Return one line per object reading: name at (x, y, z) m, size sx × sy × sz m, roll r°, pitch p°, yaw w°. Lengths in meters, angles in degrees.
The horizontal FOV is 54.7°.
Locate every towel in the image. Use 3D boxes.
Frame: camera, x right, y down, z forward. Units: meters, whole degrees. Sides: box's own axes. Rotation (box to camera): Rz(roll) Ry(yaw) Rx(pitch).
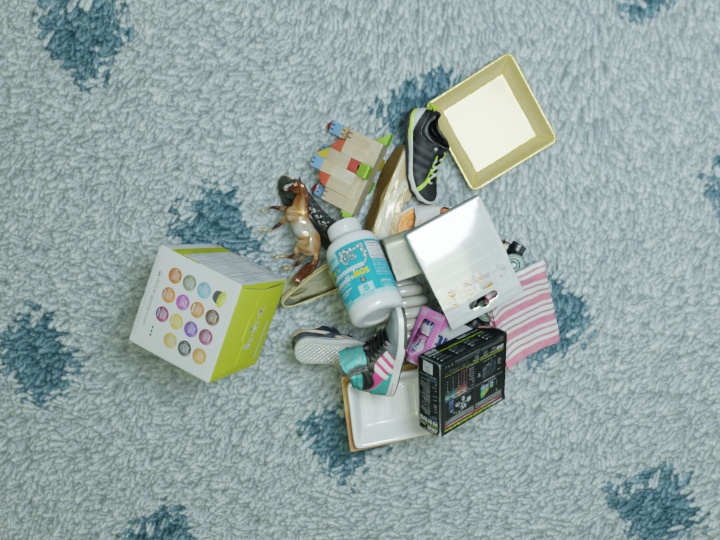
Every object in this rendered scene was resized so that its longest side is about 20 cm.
towel at (0.330, 0.091, 1.408) m, size 0.145 × 0.030 × 0.202 m, roll -26°, pitch 119°, yaw -12°

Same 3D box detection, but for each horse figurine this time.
horse figurine at (-0.132, -0.075, 1.423) m, size 0.131 × 0.050 × 0.203 m, roll -20°, pitch 93°, yaw 24°

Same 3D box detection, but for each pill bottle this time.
pill bottle at (0.000, 0.000, 1.355) m, size 0.109 × 0.111 × 0.203 m, roll -25°, pitch 68°, yaw 7°

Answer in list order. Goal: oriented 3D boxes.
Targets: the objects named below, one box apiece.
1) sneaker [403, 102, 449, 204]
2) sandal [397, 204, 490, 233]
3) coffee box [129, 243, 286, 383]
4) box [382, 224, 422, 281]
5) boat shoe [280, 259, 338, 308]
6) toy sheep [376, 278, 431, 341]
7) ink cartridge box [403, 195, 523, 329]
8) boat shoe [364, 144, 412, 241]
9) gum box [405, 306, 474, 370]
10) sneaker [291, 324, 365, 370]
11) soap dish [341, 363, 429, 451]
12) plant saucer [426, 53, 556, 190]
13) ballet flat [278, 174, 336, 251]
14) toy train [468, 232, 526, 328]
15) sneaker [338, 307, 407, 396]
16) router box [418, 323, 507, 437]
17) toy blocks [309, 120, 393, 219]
sneaker at (0.137, -0.227, 1.383) m, size 0.082 × 0.071 × 0.203 m, roll 4°, pitch 115°, yaw 36°
sandal at (0.169, -0.099, 1.429) m, size 0.203 × 0.059 × 0.081 m, roll -6°, pitch 97°, yaw 4°
coffee box at (-0.297, 0.076, 1.388) m, size 0.195 × 0.200 × 0.203 m, roll 24°, pitch 100°, yaw 16°
box at (0.147, -0.053, 1.372) m, size 0.197 × 0.068 × 0.083 m, roll -18°, pitch 104°, yaw -1°
boat shoe at (-0.075, 0.022, 1.449) m, size 0.198 × 0.063 × 0.074 m, roll -20°, pitch 117°, yaw 7°
toy sheep at (0.080, 0.085, 1.427) m, size 0.135 × 0.138 × 0.204 m, roll -9°, pitch 91°, yaw 5°
ink cartridge box at (0.195, -0.016, 1.316) m, size 0.158 × 0.047 × 0.202 m, roll -27°, pitch 95°, yaw -1°
boat shoe at (0.070, -0.154, 1.428) m, size 0.068 × 0.074 × 0.203 m, roll 20°, pitch 91°, yaw -23°
gum box at (0.175, 0.157, 1.393) m, size 0.199 × 0.066 × 0.115 m, roll 25°, pitch 87°, yaw -44°
sneaker at (-0.052, 0.163, 1.474) m, size 0.197 × 0.080 × 0.079 m, roll 16°, pitch 107°, yaw -24°
soap dish at (0.060, 0.277, 1.455) m, size 0.196 × 0.081 × 0.160 m, roll -9°, pitch 98°, yaw -12°
plant saucer at (0.261, -0.296, 1.404) m, size 0.198 × 0.048 × 0.202 m, roll -30°, pitch 95°, yaw 6°
ballet flat at (-0.102, -0.118, 1.457) m, size 0.201 × 0.057 × 0.066 m, roll 51°, pitch 125°, yaw 1°
toy train at (0.257, 0.017, 1.432) m, size 0.113 × 0.085 × 0.202 m, roll 30°, pitch 98°, yaw 8°
sneaker at (0.019, 0.155, 1.335) m, size 0.118 × 0.084 × 0.203 m, roll 4°, pitch 120°, yaw -10°
router box at (0.199, 0.207, 1.341) m, size 0.198 × 0.062 × 0.153 m, roll -18°, pitch 114°, yaw -37°
toy blocks at (-0.038, -0.212, 1.420) m, size 0.135 × 0.100 × 0.203 m, roll 26°, pitch 99°, yaw 11°
